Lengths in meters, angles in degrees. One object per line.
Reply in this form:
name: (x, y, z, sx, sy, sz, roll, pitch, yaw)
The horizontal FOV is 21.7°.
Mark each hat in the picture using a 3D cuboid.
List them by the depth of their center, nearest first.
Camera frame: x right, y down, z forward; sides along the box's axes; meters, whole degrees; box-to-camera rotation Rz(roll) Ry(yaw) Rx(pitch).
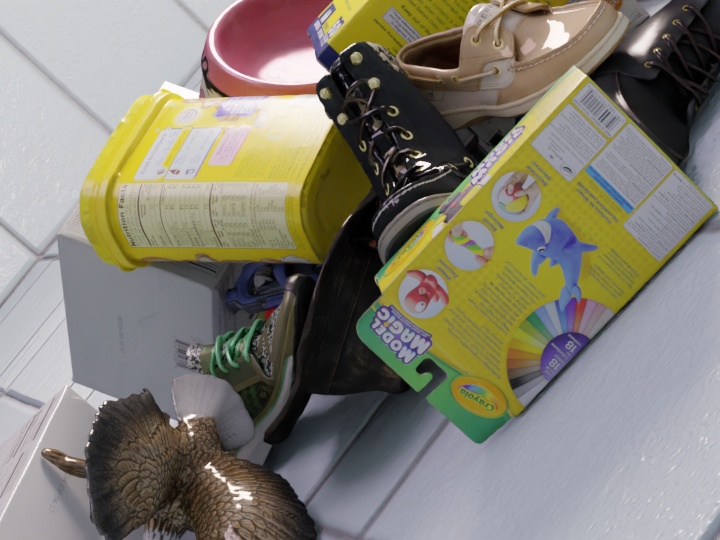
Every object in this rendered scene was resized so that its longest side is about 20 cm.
hat: (0.006, 0.043, 1.278, 0.201, 0.080, 0.203, 22, -90, -86)

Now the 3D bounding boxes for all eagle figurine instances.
eagle figurine: (-0.121, 0.151, 1.260, 0.150, 0.153, 0.200, -15, -1, -17)

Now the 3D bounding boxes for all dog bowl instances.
dog bowl: (-0.043, -0.170, 1.564, 0.198, 0.074, 0.201, -4, 39, 3)

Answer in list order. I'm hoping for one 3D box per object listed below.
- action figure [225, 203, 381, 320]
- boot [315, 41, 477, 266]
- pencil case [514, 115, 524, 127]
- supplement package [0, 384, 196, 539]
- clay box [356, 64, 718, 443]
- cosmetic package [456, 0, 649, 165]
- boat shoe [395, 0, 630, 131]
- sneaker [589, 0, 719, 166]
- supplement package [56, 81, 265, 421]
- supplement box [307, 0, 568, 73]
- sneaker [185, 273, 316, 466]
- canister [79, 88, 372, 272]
action figure: (0.000, 0.000, 1.455, 0.199, 0.105, 0.195, -5, 51, 49)
boot: (0.019, -0.074, 1.218, 0.073, 0.154, 0.203, -41, -11, 17)
pencil case: (0.137, -0.095, 1.287, 0.087, 0.077, 0.201, -57, 10, 26)
supplement package: (-0.216, 0.216, 1.363, 0.111, 0.156, 0.201, -39, 17, 28)
clay box: (0.098, -0.007, 1.101, 0.200, 0.115, 0.048, -46, 14, 8)
cosmetic package: (0.126, -0.153, 1.458, 0.200, 0.082, 0.051, -49, 17, 2)
boat shoe: (0.092, -0.146, 1.252, 0.199, 0.069, 0.074, -17, 29, 51)
sneaker: (0.198, -0.128, 1.198, 0.106, 0.075, 0.200, -42, 15, 21)
supplement package: (-0.147, -0.012, 1.612, 0.192, 0.146, 0.201, 95, -161, -48)
supplement box: (0.067, -0.203, 1.380, 0.200, 0.109, 0.109, -45, 16, 9)
sneaker: (-0.087, 0.072, 1.375, 0.077, 0.088, 0.201, -68, 1, -47)
canister: (-0.096, -0.070, 1.432, 0.198, 0.087, 0.149, 1, 46, 30)
